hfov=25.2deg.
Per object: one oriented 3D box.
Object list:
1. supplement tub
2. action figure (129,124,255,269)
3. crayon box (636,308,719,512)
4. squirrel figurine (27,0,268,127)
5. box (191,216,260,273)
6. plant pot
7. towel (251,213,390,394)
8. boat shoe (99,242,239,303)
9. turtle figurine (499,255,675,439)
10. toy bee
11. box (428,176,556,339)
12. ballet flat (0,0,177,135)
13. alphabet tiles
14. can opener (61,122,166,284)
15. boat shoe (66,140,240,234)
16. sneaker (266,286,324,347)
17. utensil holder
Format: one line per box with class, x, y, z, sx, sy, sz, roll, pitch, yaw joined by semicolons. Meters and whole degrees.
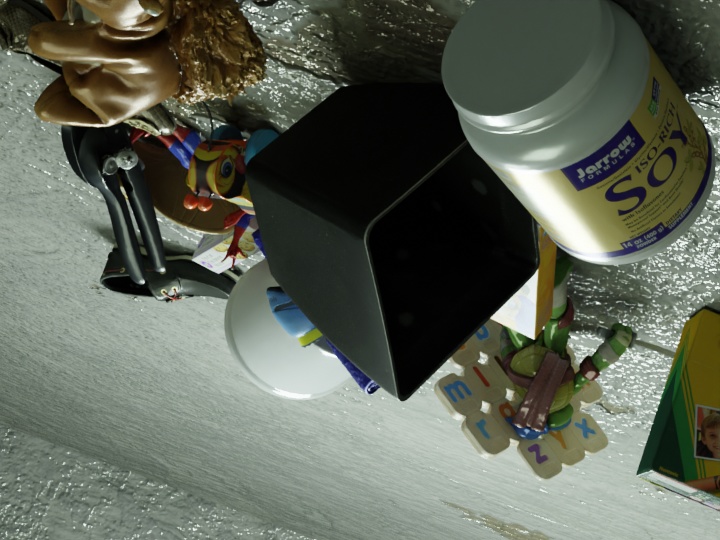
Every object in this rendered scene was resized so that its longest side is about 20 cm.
supplement tub;0.159;-0.109;1.167;0.145;0.146;0.200;6;156;38
action figure;-0.154;-0.076;1.668;0.200;0.099;0.065;28;161;-25
crayon box;0.393;0.157;1.576;0.200;0.173;0.058;22;164;-2
squirrel figurine;-0.170;-0.211;1.320;0.200;0.142;0.187;12;153;-14
box;-0.138;-0.038;1.827;0.041;0.039;0.200;30;159;-17
plant pot;0.019;-0.047;1.375;0.177;0.199;0.200;26;144;35
towel;0.000;0.000;1.524;0.200;0.148;0.050;53;-162;13
boat shoe;-0.239;0.014;2.041;0.201;0.063;0.074;10;155;26
turtle figurine;0.203;0.055;1.662;0.144;0.200;0.194;40;157;52
toy bee;-0.133;-0.095;1.571;0.200;0.109;0.131;34;159;-31
box;0.122;-0.028;1.497;0.119;0.041;0.200;26;150;22
ballet flat;-0.264;-0.183;1.524;0.200;0.046;0.067;36;163;-10
alphabet tiles;0.170;0.129;1.712;0.196;0.200;0.015;54;137;17
can opener;-0.242;-0.074;1.657;0.079;0.063;0.200;34;151;51
boat shoe;-0.220;-0.101;1.720;0.200;0.074;0.069;28;179;-16
sneaker;-0.002;-0.009;1.593;0.078;0.200;0.066;55;-178;-6
utensil holder;-0.041;0.039;1.745;0.170;0.170;0.200;26;157;-11
